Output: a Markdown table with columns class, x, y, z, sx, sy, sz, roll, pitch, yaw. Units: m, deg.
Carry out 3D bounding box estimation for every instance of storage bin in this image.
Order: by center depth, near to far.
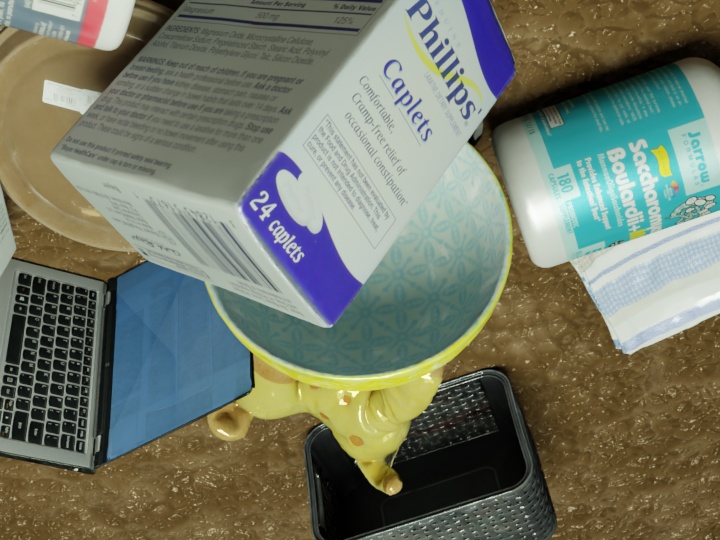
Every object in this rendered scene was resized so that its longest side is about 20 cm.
| class | x | y | z | sx | sy | sz | roll | pitch | yaw |
| --- | --- | --- | --- | --- | --- | --- | --- | --- | --- |
| storage bin | 0.060 | 0.191 | 1.005 | 0.199 | 0.135 | 0.094 | -20 | 132 | 9 |

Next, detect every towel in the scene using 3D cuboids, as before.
| class | x | y | z | sx | sy | sz | roll | pitch | yaw |
| --- | --- | --- | --- | --- | --- | --- | --- | --- | --- |
| towel | 0.249 | -0.018 | 0.924 | 0.147 | 0.024 | 0.200 | -26 | 131 | 13 |

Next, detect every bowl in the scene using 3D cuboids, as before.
| class | x | y | z | sx | sy | sz | roll | pitch | yaw |
| --- | --- | --- | --- | --- | --- | --- | --- | --- | --- |
| bowl | 0.000 | 0.000 | 0.753 | 0.199 | 0.201 | 0.108 | -10 | 153 | 0 |

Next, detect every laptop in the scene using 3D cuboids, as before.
| class | x | y | z | sx | sy | sz | roll | pitch | yaw |
| --- | --- | --- | --- | --- | --- | --- | --- | --- | --- |
| laptop | -0.192 | 0.031 | 0.785 | 0.199 | 0.188 | 0.116 | 16 | 127 | -22 |

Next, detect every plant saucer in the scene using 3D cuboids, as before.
| class | x | y | z | sx | sy | sz | roll | pitch | yaw |
| --- | --- | --- | --- | --- | --- | --- | --- | --- | --- |
| plant saucer | -0.170 | -0.091 | 0.760 | 0.199 | 0.030 | 0.201 | 3 | 125 | 4 |

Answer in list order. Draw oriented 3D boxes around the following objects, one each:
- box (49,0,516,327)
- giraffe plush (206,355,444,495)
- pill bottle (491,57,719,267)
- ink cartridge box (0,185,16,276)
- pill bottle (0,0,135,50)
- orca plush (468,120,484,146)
| class | x | y | z | sx | sy | sz | roll | pitch | yaw |
| --- | --- | --- | --- | --- | --- | --- | --- | --- | --- |
| box | -0.043 | -0.092 | 0.646 | 0.200 | 0.184 | 0.105 | -54 | 133 | -18 |
| giraffe plush | -0.032 | 0.068 | 0.872 | 0.162 | 0.173 | 0.201 | 14 | 112 | -6 |
| pill bottle | 0.202 | -0.082 | 0.798 | 0.199 | 0.111 | 0.111 | -19 | 132 | 9 |
| ink cartridge box | -0.321 | -0.070 | 0.723 | 0.145 | 0.083 | 0.200 | 5 | 132 | 5 |
| pill bottle | -0.220 | -0.202 | 0.615 | 0.199 | 0.120 | 0.120 | 12 | 129 | -18 |
| orca plush | 0.048 | -0.145 | 0.742 | 0.105 | 0.071 | 0.200 | -7 | 133 | -3 |
